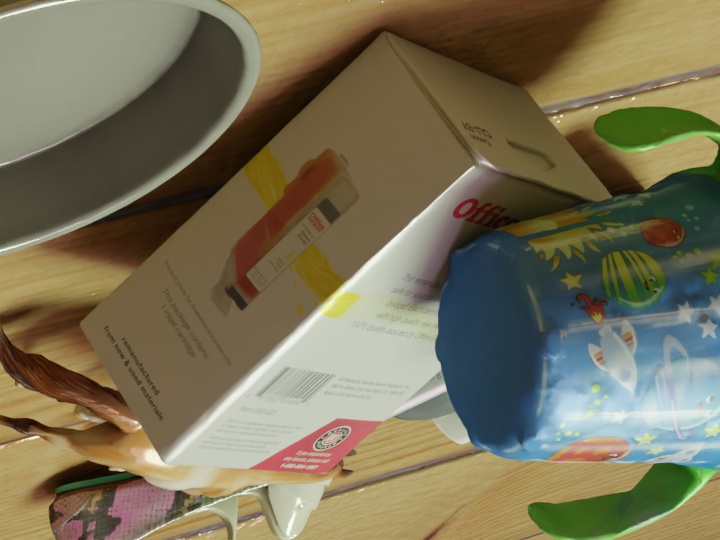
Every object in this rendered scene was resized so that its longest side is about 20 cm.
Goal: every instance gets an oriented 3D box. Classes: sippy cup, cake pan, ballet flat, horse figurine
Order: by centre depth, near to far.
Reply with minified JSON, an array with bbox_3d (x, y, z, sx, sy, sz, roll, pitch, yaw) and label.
[{"bbox_3d":[-0.137,-0.063,1.012,0.200,0.037,0.200,-20,159,-8],"label":"cake pan"},{"bbox_3d":[0.108,0.026,1.146,0.130,0.178,0.140,-6,173,-28],"label":"sippy cup"},{"bbox_3d":[-0.106,0.079,1.304,0.132,0.050,0.200,9,167,30],"label":"horse figurine"},{"bbox_3d":[-0.075,0.127,1.506,0.200,0.071,0.069,-19,174,-13],"label":"ballet flat"}]

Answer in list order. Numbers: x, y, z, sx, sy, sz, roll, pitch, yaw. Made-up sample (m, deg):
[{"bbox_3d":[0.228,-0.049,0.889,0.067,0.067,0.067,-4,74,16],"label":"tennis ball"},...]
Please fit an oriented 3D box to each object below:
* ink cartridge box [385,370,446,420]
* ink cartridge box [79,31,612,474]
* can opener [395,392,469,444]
[{"bbox_3d":[0.071,0.020,1.403,0.196,0.043,0.200,-27,-176,8],"label":"ink cartridge box"},{"bbox_3d":[-0.003,-0.002,1.199,0.200,0.083,0.145,-42,155,19],"label":"ink cartridge box"},{"bbox_3d":[0.106,0.050,1.489,0.200,0.053,0.066,-26,-175,33],"label":"can opener"}]
